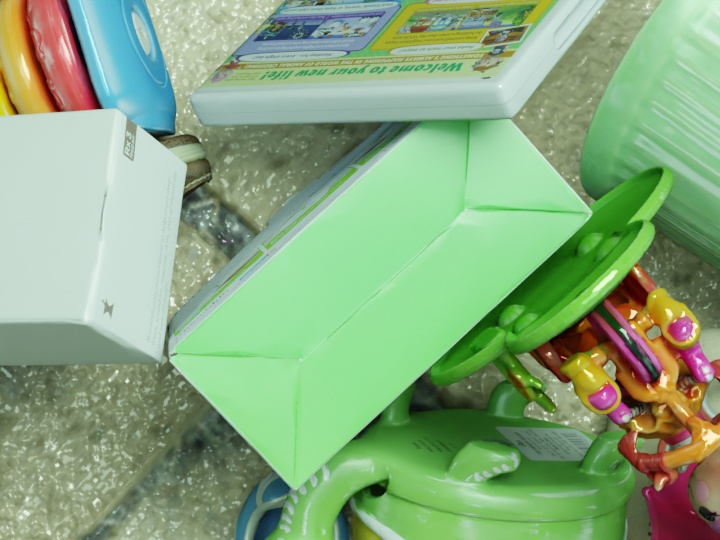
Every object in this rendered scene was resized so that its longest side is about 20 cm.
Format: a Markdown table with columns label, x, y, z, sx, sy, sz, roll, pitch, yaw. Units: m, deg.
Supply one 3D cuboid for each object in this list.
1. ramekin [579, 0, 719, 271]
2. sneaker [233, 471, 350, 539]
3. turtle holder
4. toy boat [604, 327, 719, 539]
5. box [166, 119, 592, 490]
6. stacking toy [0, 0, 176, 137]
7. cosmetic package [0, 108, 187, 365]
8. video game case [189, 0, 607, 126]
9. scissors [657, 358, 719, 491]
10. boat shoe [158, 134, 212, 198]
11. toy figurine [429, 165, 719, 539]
| label | x | y | z | sx | sy | sz | roll | pitch | yaw |
| --- | --- | --- | --- | --- | --- | --- | --- | --- | --- |
| ramekin | 0.213 | -0.091 | 1.022 | 0.098 | 0.200 | 0.200 | 39 | 88 | 20 |
| sneaker | -0.039 | 0.207 | 1.080 | 0.072 | 0.072 | 0.200 | -3 | 88 | 7 |
| turtle holder | 0.054 | 0.137 | 1.036 | 0.141 | 0.185 | 0.132 | 18 | 108 | 37 |
| toy boat | 0.210 | 0.132 | 1.085 | 0.131 | 0.130 | 0.200 | 6 | 90 | -33 |
| box | 0.000 | 0.000 | 1.032 | 0.200 | 0.176 | 0.097 | -43 | 96 | -3 |
| stacking toy | -0.207 | -0.095 | 1.070 | 0.200 | 0.116 | 0.110 | -18 | 88 | 8 |
| cosmetic package | -0.196 | -0.013 | 1.003 | 0.200 | 0.081 | 0.113 | 1 | 72 | 21 |
| video game case | 0.037 | -0.133 | 1.003 | 0.182 | 0.200 | 0.022 | -50 | 127 | -35 |
| scissors | 0.248 | 0.101 | 0.986 | 0.200 | 0.014 | 0.073 | 17 | 92 | 16 |
| boat shoe | -0.158 | 0.004 | 1.080 | 0.202 | 0.075 | 0.075 | -32 | 91 | 9 |
| toy figurine | 0.150 | 0.068 | 0.926 | 0.150 | 0.200 | 0.184 | -42 | 94 | -2 |
